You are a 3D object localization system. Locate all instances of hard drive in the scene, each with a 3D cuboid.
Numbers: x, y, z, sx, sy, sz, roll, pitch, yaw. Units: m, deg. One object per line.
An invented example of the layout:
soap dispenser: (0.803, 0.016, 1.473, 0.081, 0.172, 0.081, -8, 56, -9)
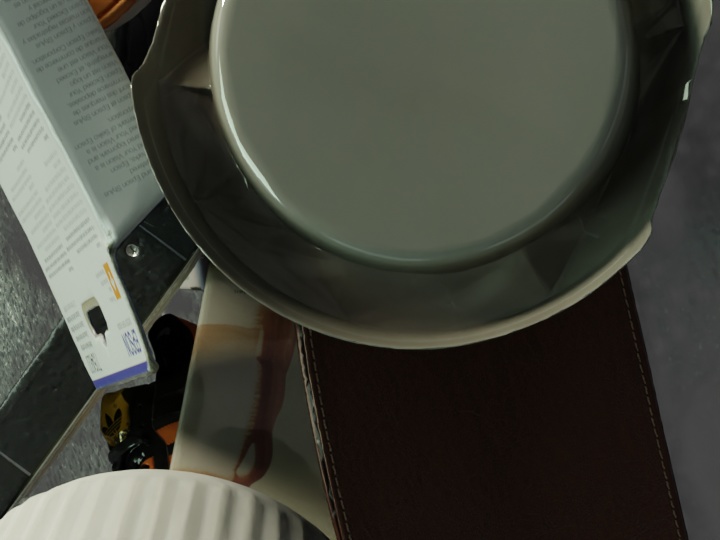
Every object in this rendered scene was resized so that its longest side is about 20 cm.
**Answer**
hard drive: (-0.117, 0.019, 1.156, 0.200, 0.038, 0.140, -54, 4, 20)

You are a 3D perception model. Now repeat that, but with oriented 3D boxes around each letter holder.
letter holder: (0.032, 0.064, 0.938, 0.100, 0.141, 0.202, -3, 102, 65)

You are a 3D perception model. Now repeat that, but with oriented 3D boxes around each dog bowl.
dog bowl: (0.022, -0.073, 0.834, 0.059, 0.199, 0.202, 41, -149, -87)

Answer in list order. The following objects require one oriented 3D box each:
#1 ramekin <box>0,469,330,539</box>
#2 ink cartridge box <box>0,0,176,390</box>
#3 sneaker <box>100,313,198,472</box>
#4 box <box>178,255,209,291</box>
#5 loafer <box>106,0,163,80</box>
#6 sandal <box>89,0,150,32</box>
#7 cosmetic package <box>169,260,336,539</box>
ramekin: (-0.077, 0.165, 0.928, 0.095, 0.201, 0.203, -80, -2, -51)
ink cartridge box: (-0.118, -0.054, 0.927, 0.201, 0.040, 0.200, 65, 167, -2)
sneaker: (-0.095, 0.102, 1.152, 0.090, 0.201, 0.070, 36, 128, -12)
box: (-0.103, -0.090, 1.259, 0.110, 0.034, 0.202, 4, 108, 64)
loafer: (-0.122, -0.123, 1.047, 0.073, 0.072, 0.202, -8, -81, -76)
sandal: (-0.094, -0.131, 0.899, 0.079, 0.059, 0.207, 42, 146, -1)
cosmetic package: (-0.036, 0.088, 1.051, 0.201, 0.086, 0.104, -84, -1, -52)
